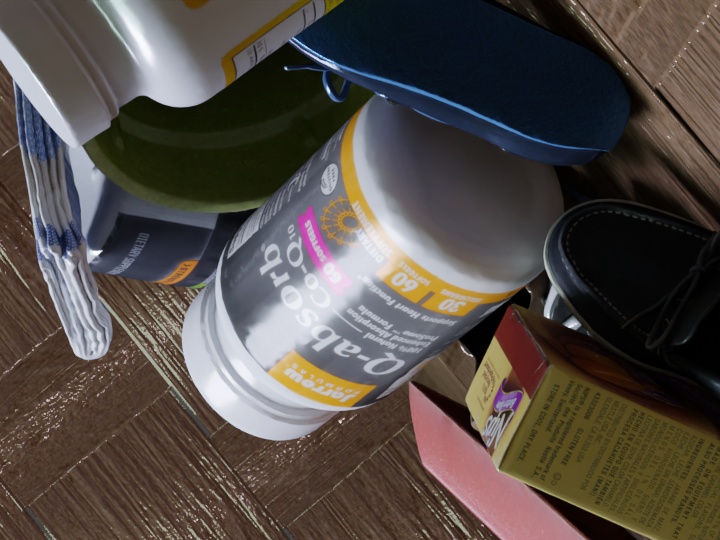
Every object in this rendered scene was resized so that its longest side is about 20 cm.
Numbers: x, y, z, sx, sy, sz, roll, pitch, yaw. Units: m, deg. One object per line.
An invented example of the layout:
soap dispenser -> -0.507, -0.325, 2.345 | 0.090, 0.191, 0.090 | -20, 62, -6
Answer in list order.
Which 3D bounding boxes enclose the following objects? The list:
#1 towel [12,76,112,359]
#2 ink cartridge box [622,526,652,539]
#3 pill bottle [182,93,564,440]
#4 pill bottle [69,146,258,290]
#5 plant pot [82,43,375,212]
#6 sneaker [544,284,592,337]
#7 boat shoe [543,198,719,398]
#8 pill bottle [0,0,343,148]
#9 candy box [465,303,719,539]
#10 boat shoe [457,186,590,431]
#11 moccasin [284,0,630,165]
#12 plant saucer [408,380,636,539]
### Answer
towel -> -0.152, -0.068, 1.134 | 0.147, 0.024, 0.200 | 89, 171, -67
ink cartridge box -> 0.161, 0.124, 1.174 | 0.095, 0.037, 0.200 | 29, -175, -27
pill bottle -> 0.000, 0.000, 1.126 | 0.116, 0.116, 0.200 | 51, 134, 3
pill bottle -> -0.061, -0.038, 1.257 | 0.200, 0.106, 0.106 | 10, -162, -29
plant pot -> -0.076, -0.163, 1.155 | 0.184, 0.200, 0.200 | 61, -177, 41
sneaker -> 0.171, 0.050, 1.119 | 0.200, 0.075, 0.081 | 46, -157, -17
boat shoe -> 0.154, 0.019, 0.973 | 0.200, 0.075, 0.062 | 39, 167, 38
pill bottle -> -0.058, -0.138, 0.942 | 0.104, 0.200, 0.104 | 51, 170, 13
candy box -> 0.152, 0.087, 1.007 | 0.200, 0.057, 0.117 | 25, -171, -10
boat shoe -> 0.086, 0.017, 1.166 | 0.072, 0.072, 0.200 | 24, -146, -19
moccasin -> 0.021, -0.097, 1.022 | 0.200, 0.081, 0.068 | 34, 169, 5
plant saucer -> 0.130, 0.145, 1.163 | 0.200, 0.037, 0.200 | 28, -172, -37
